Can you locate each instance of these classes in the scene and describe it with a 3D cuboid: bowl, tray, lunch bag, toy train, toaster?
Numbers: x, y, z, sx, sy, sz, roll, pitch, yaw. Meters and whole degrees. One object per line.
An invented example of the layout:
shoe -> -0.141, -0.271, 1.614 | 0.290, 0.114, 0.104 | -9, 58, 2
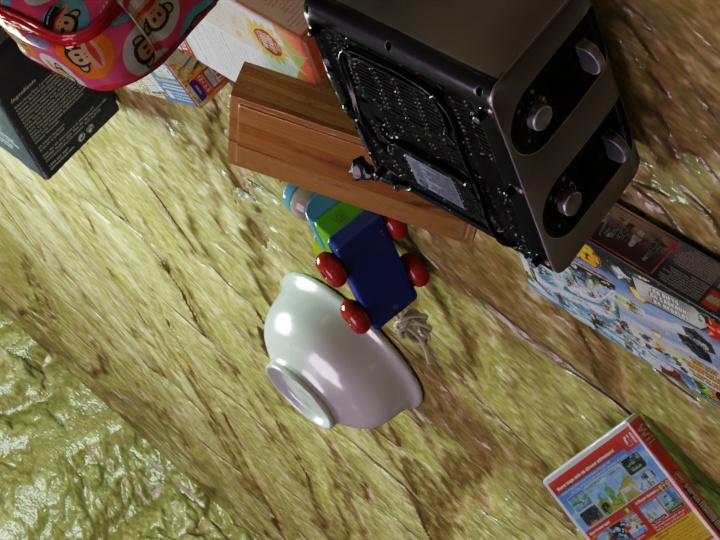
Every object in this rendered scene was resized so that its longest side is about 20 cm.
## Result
bowl -> -0.036, 0.103, 2.075 | 0.201, 0.090, 0.201 | 40, 163, 15
tray -> -0.001, -0.086, 1.470 | 0.199, 0.037, 0.099 | 18, 153, 4
lunch bag -> -0.169, -0.228, 1.388 | 0.176, 0.200, 0.082 | 26, 161, 45
toy train -> 0.000, 0.000, 1.765 | 0.116, 0.085, 0.200 | 44, 167, 40
toaster -> 0.068, -0.117, 1.231 | 0.200, 0.119, 0.181 | 31, 158, 37

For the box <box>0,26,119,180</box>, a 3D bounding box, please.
box -> -0.377, -0.229, 2.024 | 0.196, 0.117, 0.200 | 35, 162, 30

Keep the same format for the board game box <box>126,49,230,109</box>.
board game box -> -0.216, -0.239, 1.740 | 0.151, 0.046, 0.200 | 20, 151, 55

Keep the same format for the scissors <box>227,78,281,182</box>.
scissors -> -0.092, -0.138, 1.759 | 0.073, 0.014, 0.200 | 39, 164, 10

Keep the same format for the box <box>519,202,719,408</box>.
box -> 0.193, 0.011, 1.386 | 0.200, 0.040, 0.137 | 34, 162, 32

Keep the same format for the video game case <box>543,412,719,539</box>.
video game case -> 0.256, 0.230, 1.672 | 0.200, 0.017, 0.143 | 52, 143, 6

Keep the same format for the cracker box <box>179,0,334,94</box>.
cracker box -> -0.081, -0.193, 1.510 | 0.200, 0.058, 0.134 | 32, 161, 31
